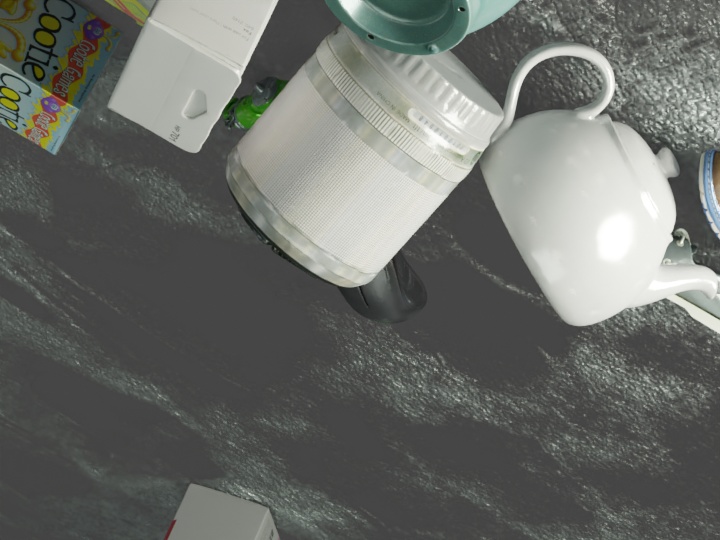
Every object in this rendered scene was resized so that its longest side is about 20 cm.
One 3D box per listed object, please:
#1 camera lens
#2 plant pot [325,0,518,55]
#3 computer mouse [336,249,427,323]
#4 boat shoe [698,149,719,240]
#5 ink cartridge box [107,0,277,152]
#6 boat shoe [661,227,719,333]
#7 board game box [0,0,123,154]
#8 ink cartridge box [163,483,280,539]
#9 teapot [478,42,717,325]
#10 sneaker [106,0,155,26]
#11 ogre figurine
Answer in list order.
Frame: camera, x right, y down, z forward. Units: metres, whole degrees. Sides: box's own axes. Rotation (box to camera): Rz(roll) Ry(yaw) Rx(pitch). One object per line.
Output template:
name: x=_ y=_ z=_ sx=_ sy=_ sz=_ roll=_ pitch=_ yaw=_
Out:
camera lens: x=-0.001 y=-0.100 z=1.244 sx=0.159 sy=0.160 sz=0.200 roll=36 pitch=107 yaw=-22
plant pot: x=0.045 y=-0.245 z=1.106 sx=0.198 sy=0.135 sz=0.201 roll=17 pitch=149 yaw=10
computer mouse: x=0.000 y=0.000 z=1.616 sx=0.137 sy=0.053 sz=0.200 roll=-1 pitch=142 yaw=35
boat shoe: x=0.355 y=-0.045 z=1.285 sx=0.072 sy=0.073 sz=0.200 roll=-12 pitch=145 yaw=39
ink cartridge box: x=-0.110 y=-0.216 z=1.193 sx=0.085 sy=0.201 sz=0.146 roll=28 pitch=150 yaw=-10
boat shoe: x=0.291 y=-0.009 z=1.408 sx=0.199 sy=0.073 sz=0.062 roll=33 pitch=107 yaw=-3
board game box: x=-0.346 y=-0.220 z=1.454 sx=0.199 sy=0.106 sz=0.103 roll=30 pitch=150 yaw=-13
ink cartridge box: x=-0.218 y=0.462 z=2.424 sx=0.143 sy=0.146 sz=0.201 roll=14 pitch=149 yaw=17
teapot: x=0.198 y=-0.064 z=1.282 sx=0.145 sy=0.199 sz=0.200 roll=-29 pitch=154 yaw=12
sneaker: x=-0.216 y=-0.274 z=1.306 sx=0.090 sy=0.079 sz=0.200 roll=3 pitch=143 yaw=44
ogre figurine: x=-0.032 y=-0.131 z=1.393 sx=0.199 sy=0.098 sz=0.120 roll=37 pitch=170 yaw=7
